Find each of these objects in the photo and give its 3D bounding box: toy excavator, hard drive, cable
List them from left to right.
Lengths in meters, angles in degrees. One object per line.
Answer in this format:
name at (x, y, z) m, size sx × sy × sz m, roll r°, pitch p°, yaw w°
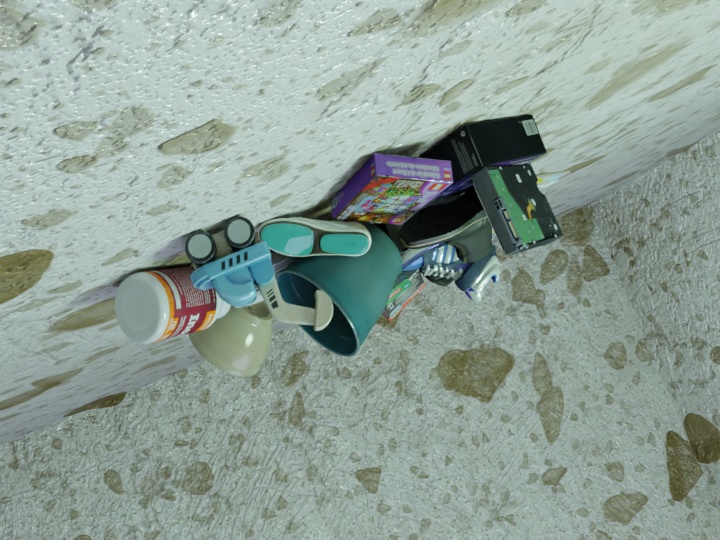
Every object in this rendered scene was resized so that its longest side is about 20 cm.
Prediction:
toy excavator at (-0.158, 0.021, 1.134) m, size 0.190 × 0.205 × 0.100 m, roll -21°, pitch 174°, yaw -11°
cable at (-0.191, 0.014, 1.538) m, size 0.195 × 0.071 × 0.200 m, roll -22°, pitch 173°, yaw -16°
hard drive at (0.263, -0.104, 1.214) m, size 0.037 × 0.143 × 0.198 m, roll -28°, pitch 172°, yaw 33°

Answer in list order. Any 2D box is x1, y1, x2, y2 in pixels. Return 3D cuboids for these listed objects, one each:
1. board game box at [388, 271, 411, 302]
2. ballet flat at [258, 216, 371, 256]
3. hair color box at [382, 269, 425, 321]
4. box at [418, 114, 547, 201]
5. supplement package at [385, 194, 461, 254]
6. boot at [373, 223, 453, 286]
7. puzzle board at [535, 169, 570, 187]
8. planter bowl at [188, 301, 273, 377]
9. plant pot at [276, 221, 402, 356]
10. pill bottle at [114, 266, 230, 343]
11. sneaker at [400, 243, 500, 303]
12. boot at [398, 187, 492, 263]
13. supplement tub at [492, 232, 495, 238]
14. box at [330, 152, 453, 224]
board game box at (0.000, 0.000, 1.477) m, size 0.133 × 0.201 × 0.029 m, roll -37°, pitch 141°, yaw 0°
ballet flat at (-0.079, -0.062, 1.257) m, size 0.194 × 0.072 × 0.069 m, roll 4°, pitch 169°, yaw -9°
hair color box at (0.030, 0.000, 1.526) m, size 0.111 × 0.199 × 0.064 m, roll -42°, pitch 141°, yaw -9°
box at (0.206, -0.194, 1.259) m, size 0.197 × 0.081 × 0.140 m, roll -18°, pitch 174°, yaw -42°
supplement package at (0.115, -0.115, 1.403) m, size 0.111 × 0.112 × 0.200 m, roll -21°, pitch 173°, yaw -11°
boot at (0.111, -0.042, 1.579) m, size 0.078 × 0.214 × 0.158 m, roll -30°, pitch 173°, yaw -27°
puzzle board at (0.301, -0.156, 1.452) m, size 0.147 × 0.018 × 0.199 m, roll -10°, pitch 174°, yaw -22°
planter bowl at (-0.281, 0.124, 1.690) m, size 0.136 × 0.200 × 0.199 m, roll -53°, pitch 163°, yaw 17°
plant pot at (-0.025, 0.018, 1.348) m, size 0.188 × 0.200 × 0.200 m, roll -46°, pitch -175°, yaw -27°
pill bottle at (-0.310, 0.053, 1.244) m, size 0.111 × 0.116 × 0.199 m, roll -26°, pitch 173°, yaw 27°
sneaker at (0.175, 0.003, 1.403) m, size 0.196 × 0.150 × 0.081 m, roll -23°, pitch 174°, yaw -11°
boot at (0.162, -0.049, 1.284) m, size 0.195 × 0.078 × 0.141 m, roll -21°, pitch 138°, yaw -15°
supplement tub at (0.225, -0.113, 1.649) m, size 0.142 × 0.148 × 0.199 m, roll -25°, pitch 173°, yaw 23°
box at (0.046, -0.129, 1.194) m, size 0.133 × 0.040 × 0.200 m, roll 1°, pitch 164°, yaw -22°
